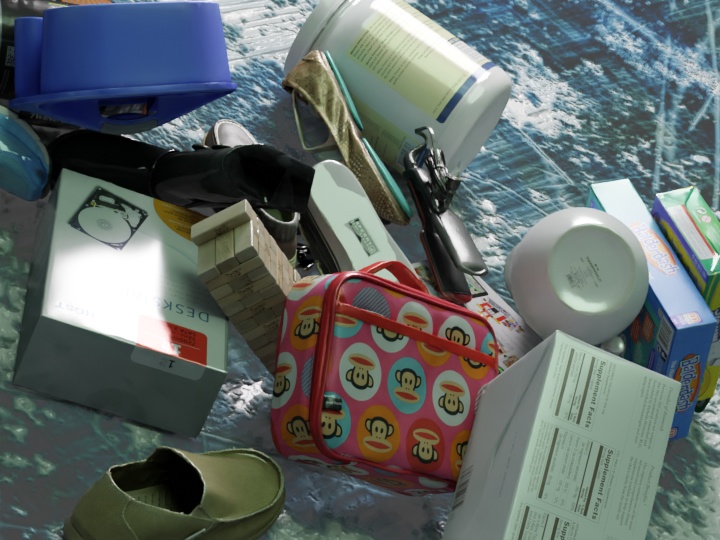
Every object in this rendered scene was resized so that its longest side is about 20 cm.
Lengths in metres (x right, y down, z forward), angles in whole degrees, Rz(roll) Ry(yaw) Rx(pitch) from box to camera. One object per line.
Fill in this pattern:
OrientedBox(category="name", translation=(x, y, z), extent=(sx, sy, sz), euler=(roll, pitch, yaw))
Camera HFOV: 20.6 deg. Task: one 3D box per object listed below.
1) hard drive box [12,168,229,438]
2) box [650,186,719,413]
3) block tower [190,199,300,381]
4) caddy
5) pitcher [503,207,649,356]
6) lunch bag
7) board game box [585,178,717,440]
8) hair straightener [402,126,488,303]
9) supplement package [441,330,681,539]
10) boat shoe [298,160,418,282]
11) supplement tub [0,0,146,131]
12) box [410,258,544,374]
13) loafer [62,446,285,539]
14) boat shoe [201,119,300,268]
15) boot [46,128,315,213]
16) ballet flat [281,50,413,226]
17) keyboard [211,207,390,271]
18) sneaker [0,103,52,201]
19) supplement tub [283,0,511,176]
OrientedBox(category="hard drive box", translation=(-0.188, 0.025, 1.600), extent=(0.155, 0.077, 0.201), euler=(18, 34, -16))
OrientedBox(category="box", translation=(0.303, 0.034, 1.870), extent=(0.048, 0.201, 0.118), euler=(-12, 45, -15))
OrientedBox(category="block tower", translation=(-0.065, 0.039, 1.605), extent=(0.201, 0.054, 0.058), euler=(56, 17, -33))
OrientedBox(category="caddy", translation=(-0.202, -0.168, 1.676), extent=(0.199, 0.106, 0.141), euler=(-6, 2, -31))
OrientedBox(category="pitcher", translation=(0.204, 0.032, 1.790), extent=(0.172, 0.121, 0.200), euler=(59, -7, 4))
OrientedBox(category="lunch bag", translation=(0.023, 0.080, 1.584), extent=(0.199, 0.082, 0.178), euler=(19, 70, -40))
OrientedBox(category="board game box", translation=(0.260, 0.037, 1.855), extent=(0.045, 0.153, 0.201), euler=(-10, 46, -16))
OrientedBox(category="hair straightener", translation=(0.082, -0.066, 1.849), extent=(0.041, 0.077, 0.201), euler=(11, 43, -25))
OrientedBox(category="supplement package", translation=(0.144, 0.176, 1.502), extent=(0.110, 0.156, 0.201), euler=(22, 66, -10))
OrientedBox(category="boat shoe", translation=(0.000, 0.000, 1.780), extent=(0.070, 0.064, 0.201), euler=(-19, 79, -31))
OrientedBox(category="supplement tub", translation=(-0.280, -0.190, 1.779), extent=(0.199, 0.123, 0.123), euler=(7, 38, -31))
OrientedBox(category="box", translation=(0.111, 0.068, 1.809), extent=(0.110, 0.035, 0.200), euler=(-15, 53, -48))
OrientedBox(category="loafer", translation=(-0.125, 0.168, 1.459), extent=(0.199, 0.068, 0.076), euler=(-14, 52, -47))
OrientedBox(category="boat shoe", translation=(-0.092, -0.078, 1.789), extent=(0.071, 0.066, 0.202), euler=(9, 37, -27))
OrientedBox(category="boot", translation=(-0.157, -0.081, 1.680), extent=(0.164, 0.066, 0.199), euler=(2, 5, -36))
OrientedBox(category="ballet flat", translation=(-0.018, -0.116, 1.904), extent=(0.201, 0.065, 0.071), euler=(63, 4, 21))
OrientedBox(category="keyboard", translation=(-0.046, -0.051, 1.865), extent=(0.199, 0.021, 0.127), euler=(-8, 48, -43))
OrientedBox(category="sneaker", translation=(-0.355, -0.102, 1.669), extent=(0.199, 0.079, 0.090), euler=(25, 51, -1))
OrientedBox(category="supplement tub", translation=(0.037, -0.189, 2.001), extent=(0.199, 0.146, 0.145), euler=(36, 33, 10))
